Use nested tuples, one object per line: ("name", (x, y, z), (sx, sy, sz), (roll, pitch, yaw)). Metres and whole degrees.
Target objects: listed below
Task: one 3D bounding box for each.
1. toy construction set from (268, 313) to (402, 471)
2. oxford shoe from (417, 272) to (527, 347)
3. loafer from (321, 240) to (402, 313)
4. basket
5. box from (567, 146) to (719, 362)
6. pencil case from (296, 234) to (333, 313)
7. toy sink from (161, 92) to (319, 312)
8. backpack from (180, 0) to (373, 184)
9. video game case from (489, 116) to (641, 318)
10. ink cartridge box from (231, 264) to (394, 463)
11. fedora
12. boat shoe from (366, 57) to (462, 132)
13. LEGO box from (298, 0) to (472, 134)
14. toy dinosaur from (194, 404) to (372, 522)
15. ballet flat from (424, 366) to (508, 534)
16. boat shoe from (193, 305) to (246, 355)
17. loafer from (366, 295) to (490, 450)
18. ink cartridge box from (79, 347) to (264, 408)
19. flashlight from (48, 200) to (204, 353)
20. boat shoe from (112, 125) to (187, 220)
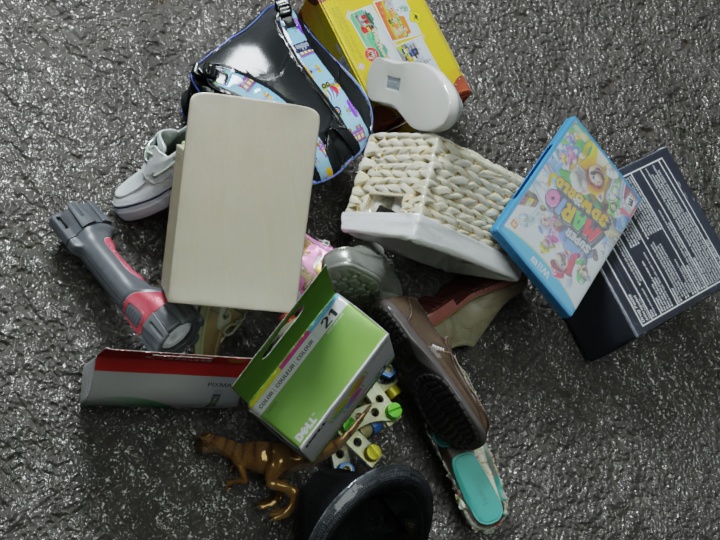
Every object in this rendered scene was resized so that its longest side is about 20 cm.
("toy construction set", (-0.025, 0.126, 1.213), (0.130, 0.092, 0.202), (-33, 97, -27))
("oxford shoe", (0.134, 0.053, 1.321), (0.198, 0.070, 0.076), (-23, 108, -28))
("loafer", (0.000, 0.000, 1.216), (0.069, 0.200, 0.071), (-11, 75, 12))
("basket", (0.095, -0.075, 1.249), (0.198, 0.134, 0.126), (18, 84, -42))
("box", (0.346, -0.022, 1.386), (0.196, 0.123, 0.202), (-23, 80, -28))
("pencil case", (-0.122, -0.039, 1.229), (0.198, 0.083, 0.087), (35, 61, -6))
("toy sink", (-0.124, -0.071, 1.071), (0.128, 0.112, 0.204), (5, 98, -15))
("backpack", (-0.092, -0.186, 1.261), (0.200, 0.135, 0.183), (45, 62, -1))
("video game case", (0.248, -0.066, 1.268), (0.143, 0.018, 0.201), (47, 61, -16))
("ink cartridge box", (-0.042, 0.098, 1.049), (0.075, 0.200, 0.149), (36, 80, 13))
("fedora", (-0.012, 0.272, 1.133), (0.199, 0.203, 0.091), (-32, 43, -28))
("boat shoe", (0.074, -0.200, 1.228), (0.067, 0.199, 0.073), (3, 102, -26))
("LEGO box", (0.029, -0.279, 1.374), (0.147, 0.077, 0.203), (-22, 81, -27))
("toy dinosaur", (-0.084, 0.206, 1.140), (0.196, 0.060, 0.109), (-2, 98, 3))
("ballet flat", (0.117, 0.209, 1.250), (0.074, 0.064, 0.204), (-13, 76, -6))
("boat shoe", (-0.136, 0.014, 1.169), (0.062, 0.073, 0.204), (16, 97, -4))
("loafer", (0.089, 0.107, 1.204), (0.071, 0.073, 0.202), (-32, 88, -40))
("ink cartridge box", (-0.194, 0.113, 1.080), (0.158, 0.200, 0.051), (5, 81, -20))
("flashlight", (-0.249, 0.006, 1.146), (0.068, 0.068, 0.200), (-38, 66, -12))
("boat shoe", (-0.204, -0.128, 1.175), (0.067, 0.198, 0.074), (50, 21, -33))
